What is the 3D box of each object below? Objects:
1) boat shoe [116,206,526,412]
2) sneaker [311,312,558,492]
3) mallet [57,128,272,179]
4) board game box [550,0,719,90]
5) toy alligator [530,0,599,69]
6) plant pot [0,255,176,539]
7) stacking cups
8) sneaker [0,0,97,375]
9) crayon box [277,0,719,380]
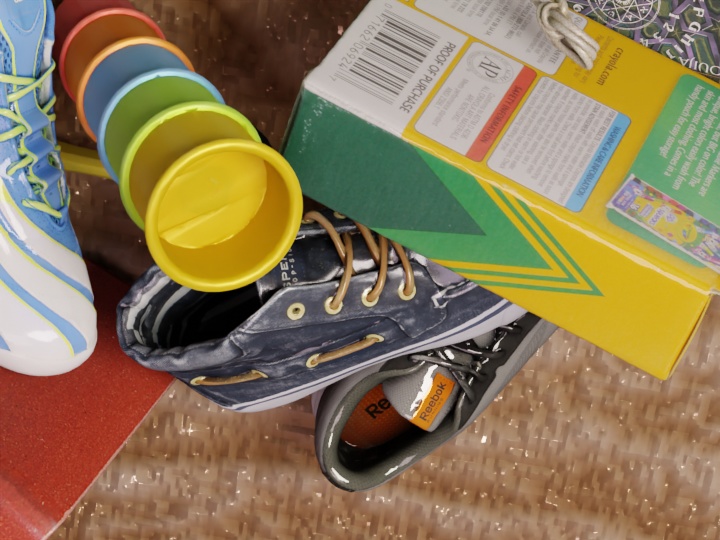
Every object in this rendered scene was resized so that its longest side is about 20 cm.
[{"bbox_3d":[0.000,0.000,0.949,0.200,0.091,0.071,-28,67,18],"label":"boat shoe"},{"bbox_3d":[0.050,0.025,1.011,0.074,0.079,0.200,36,115,-11],"label":"sneaker"},{"bbox_3d":[-0.138,-0.046,0.999,0.199,0.066,0.041,8,120,2],"label":"mallet"},{"bbox_3d":[0.134,-0.101,0.933,0.199,0.028,0.136,24,124,8],"label":"board game box"},{"bbox_3d":[0.034,-0.158,0.900,0.054,0.059,0.200,-45,72,-6],"label":"toy alligator"},{"bbox_3d":[-0.217,0.065,1.008,0.176,0.200,0.200,44,114,-4],"label":"plant pot"},{"bbox_3d":[-0.082,-0.065,0.908,0.060,0.200,0.061,-10,121,-17],"label":"stacking cups"},{"bbox_3d":[-0.154,-0.059,0.931,0.200,0.076,0.105,57,135,9],"label":"sneaker"},{"bbox_3d":[0.082,-0.039,0.891,0.199,0.126,0.052,27,131,6],"label":"crayon box"}]
